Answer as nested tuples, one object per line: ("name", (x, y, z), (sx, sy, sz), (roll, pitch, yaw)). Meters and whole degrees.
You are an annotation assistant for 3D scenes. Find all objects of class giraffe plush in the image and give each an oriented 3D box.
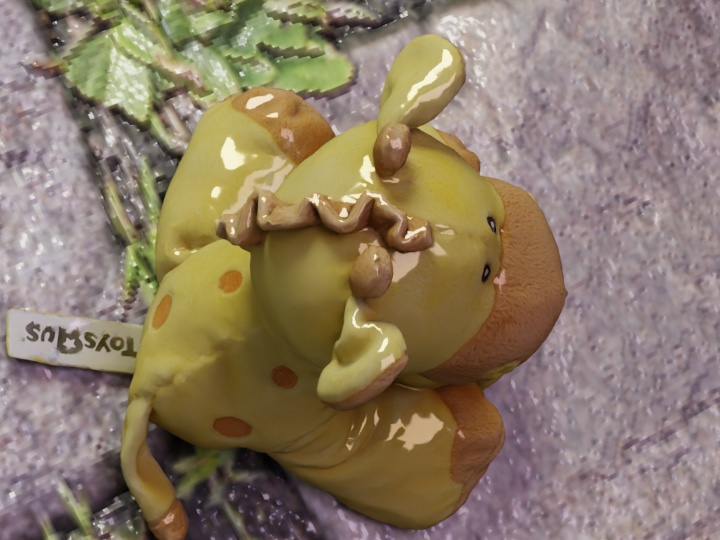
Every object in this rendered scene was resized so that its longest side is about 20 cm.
("giraffe plush", (0.000, 0.000, 0.850), (0.200, 0.162, 0.173), (-9, 79, -33))
